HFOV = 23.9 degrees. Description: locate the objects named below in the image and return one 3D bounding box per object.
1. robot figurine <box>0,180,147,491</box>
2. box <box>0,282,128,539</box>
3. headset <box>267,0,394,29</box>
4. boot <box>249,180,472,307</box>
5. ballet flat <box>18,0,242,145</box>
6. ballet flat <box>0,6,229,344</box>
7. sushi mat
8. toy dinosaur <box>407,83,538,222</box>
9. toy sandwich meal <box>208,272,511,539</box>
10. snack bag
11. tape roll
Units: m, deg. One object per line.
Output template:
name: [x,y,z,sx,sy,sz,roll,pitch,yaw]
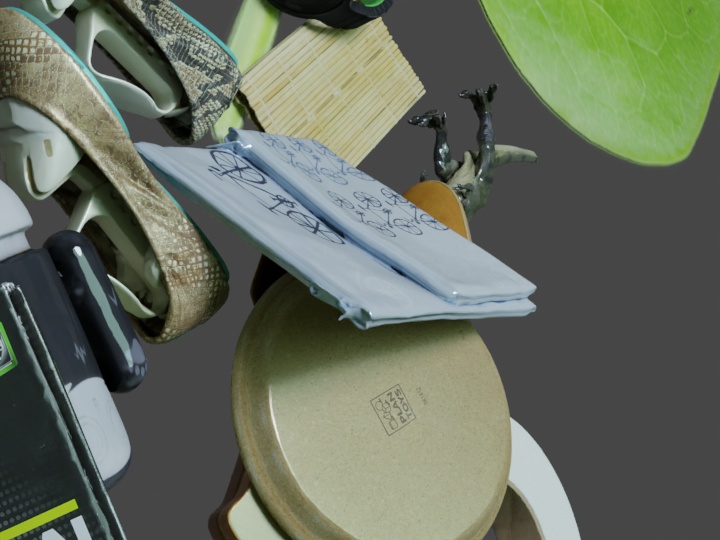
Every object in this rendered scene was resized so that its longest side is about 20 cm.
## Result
robot figurine: [-0.174,0.053,0.729,0.201,0.124,0.150,67,15,-4]
box: [-0.183,0.130,0.637,0.199,0.048,0.194,-22,90,-12]
headset: [-0.030,-0.232,1.102,0.199,0.094,0.125,9,66,-54]
boot: [-0.001,0.001,1.045,0.144,0.070,0.203,37,50,-40]
ballet flat: [-0.142,-0.142,0.933,0.200,0.068,0.076,47,56,-34]
ballet flat: [-0.141,-0.042,0.877,0.200,0.070,0.065,52,52,-19]
sushi mat: [-0.018,-0.120,1.134,0.096,0.012,0.200,60,35,-14]
toy dinosaur: [0.078,-0.081,1.221,0.200,0.047,0.089,-46,125,-54]
toy sandwich meal: [-0.001,0.092,0.951,0.204,0.070,0.207,13,65,-30]
snack bag: [-0.013,-0.028,0.952,0.188,0.022,0.199,36,19,26]
tape roll: [0.080,0.188,1.092,0.202,0.037,0.204,30,51,-45]
